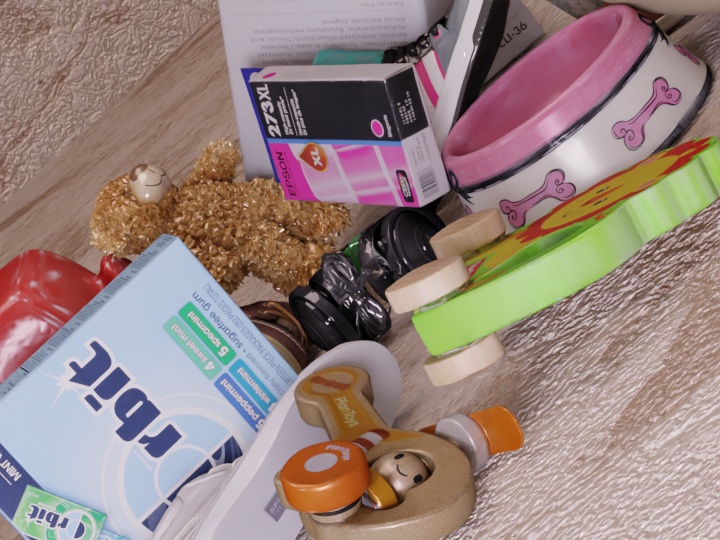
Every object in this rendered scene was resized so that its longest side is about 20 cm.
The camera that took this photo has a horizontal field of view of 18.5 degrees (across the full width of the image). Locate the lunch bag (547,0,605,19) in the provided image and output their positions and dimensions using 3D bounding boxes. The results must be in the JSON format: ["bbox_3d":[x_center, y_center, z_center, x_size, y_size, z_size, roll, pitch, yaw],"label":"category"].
[{"bbox_3d":[0.179,-0.313,1.743,0.118,0.164,0.200,-52,-7,-40],"label":"lunch bag"}]

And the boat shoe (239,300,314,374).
[{"bbox_3d":[-0.072,0.049,1.629,0.072,0.072,0.200,-46,9,-14],"label":"boat shoe"}]

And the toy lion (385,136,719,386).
[{"bbox_3d":[0.127,-0.019,1.289,0.191,0.069,0.200,-26,6,19],"label":"toy lion"}]

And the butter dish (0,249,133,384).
[{"bbox_3d":[-0.217,0.052,1.683,0.148,0.200,0.199,-51,13,9],"label":"butter dish"}]

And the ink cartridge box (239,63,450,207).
[{"bbox_3d":[-0.022,-0.097,1.573,0.037,0.095,0.200,-29,21,-32],"label":"ink cartridge box"}]

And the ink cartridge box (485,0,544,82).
[{"bbox_3d":[0.090,-0.205,1.969,0.116,0.068,0.200,-40,13,2],"label":"ink cartridge box"}]

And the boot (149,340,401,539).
[{"bbox_3d":[-0.061,0.122,1.364,0.095,0.074,0.200,-7,37,54],"label":"boot"}]

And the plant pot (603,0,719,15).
[{"bbox_3d":[0.199,-0.259,1.534,0.134,0.201,0.200,-20,22,25],"label":"plant pot"}]

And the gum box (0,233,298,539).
[{"bbox_3d":[-0.139,0.106,1.423,0.200,0.170,0.045,-43,15,-11],"label":"gum box"}]

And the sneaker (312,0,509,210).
[{"bbox_3d":[0.029,-0.150,1.614,0.084,0.120,0.201,-28,-41,-71],"label":"sneaker"}]

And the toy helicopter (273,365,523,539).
[{"bbox_3d":[0.012,0.097,1.238,0.132,0.079,0.200,-19,25,-7],"label":"toy helicopter"}]

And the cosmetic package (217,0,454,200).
[{"bbox_3d":[-0.006,-0.175,1.748,0.164,0.201,0.165,0,27,14],"label":"cosmetic package"}]

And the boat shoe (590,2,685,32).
[{"bbox_3d":[0.239,-0.236,1.666,0.200,0.072,0.076,-34,16,25],"label":"boat shoe"}]

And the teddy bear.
[{"bbox_3d":[-0.103,-0.039,1.665,0.145,0.200,0.067,-59,-12,-33],"label":"teddy bear"}]

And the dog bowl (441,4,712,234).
[{"bbox_3d":[0.140,-0.103,1.523,0.200,0.074,0.200,-38,15,12],"label":"dog bowl"}]

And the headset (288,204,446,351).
[{"bbox_3d":[0.000,0.000,1.532,0.123,0.094,0.200,-39,15,8],"label":"headset"}]
